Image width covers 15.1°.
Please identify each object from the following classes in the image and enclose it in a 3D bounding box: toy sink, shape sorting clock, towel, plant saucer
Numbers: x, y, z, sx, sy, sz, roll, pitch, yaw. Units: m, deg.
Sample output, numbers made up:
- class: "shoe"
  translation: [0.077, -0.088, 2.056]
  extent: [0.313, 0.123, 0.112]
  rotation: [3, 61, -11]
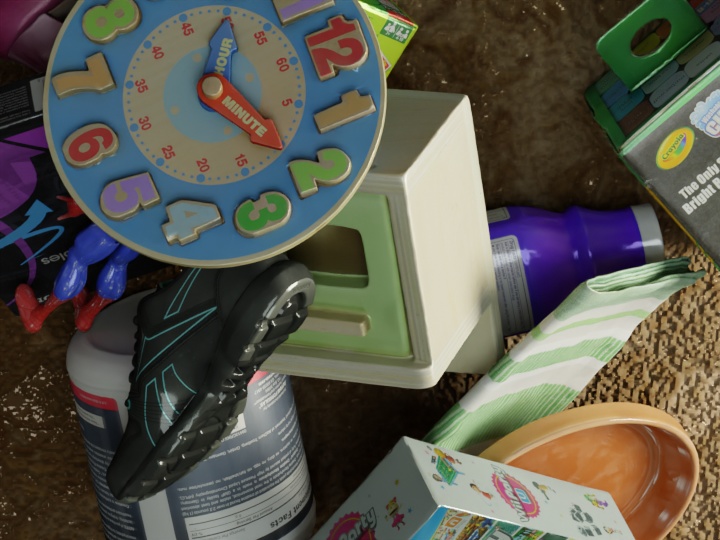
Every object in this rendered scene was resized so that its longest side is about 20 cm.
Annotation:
- class: "toy sink"
  translation: [0.000, 0.000, 1.656]
  extent: [0.130, 0.112, 0.201]
  rotation: [7, 125, 24]
- class: "shape sorting clock"
  translation: [-0.084, -0.100, 1.552]
  extent: [0.199, 0.039, 0.201]
  rotation: [0, 76, 2]
- class: "towel"
  translation: [0.121, 0.065, 1.747]
  extent: [0.200, 0.152, 0.023]
  rotation: [-45, 71, 30]
- class: "plant saucer"
  translation: [0.131, 0.157, 1.822]
  extent: [0.200, 0.032, 0.201]
  rotation: [-16, 141, -13]

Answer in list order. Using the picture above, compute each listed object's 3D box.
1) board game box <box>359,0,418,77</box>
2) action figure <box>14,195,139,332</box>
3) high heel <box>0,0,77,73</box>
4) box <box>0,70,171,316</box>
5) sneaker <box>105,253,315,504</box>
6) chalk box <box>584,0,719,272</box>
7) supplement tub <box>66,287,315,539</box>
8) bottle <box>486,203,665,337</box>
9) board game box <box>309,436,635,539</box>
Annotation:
- class: "board game box"
  translation: [-0.071, -0.150, 1.669]
  extent: [0.200, 0.048, 0.102]
  rotation: [20, 108, -39]
- class: "action figure"
  translation: [-0.145, -0.027, 1.644]
  extent: [0.065, 0.052, 0.200]
  rotation: [5, 151, -34]
- class: "high heel"
  translation: [-0.165, -0.213, 1.671]
  extent: [0.096, 0.067, 0.200]
  rotation: [36, 89, 9]
- class: "box"
  translation: [-0.186, -0.049, 1.675]
  extent: [0.143, 0.036, 0.200]
  rotation: [-18, 149, 7]
- class: "sneaker"
  translation: [-0.102, 0.054, 1.630]
  extent: [0.079, 0.075, 0.200]
  rotation: [42, 115, 16]
- class: "chalk box"
  translation: [0.229, -0.097, 1.729]
  extent: [0.125, 0.124, 0.200]
  rotation: [-39, 110, 9]
- class: "supplement tub"
  translation: [-0.106, 0.121, 1.758]
  extent: [0.140, 0.140, 0.201]
  rotation: [-11, 112, -3]
- class: "bottle"
  translation: [0.099, 0.000, 1.779]
  extent: [0.199, 0.065, 0.084]
  rotation: [-14, 115, -2]
- class: "board game box"
  translation: [0.062, 0.192, 1.747]
  extent: [0.200, 0.064, 0.148]
  rotation: [18, 123, -42]
